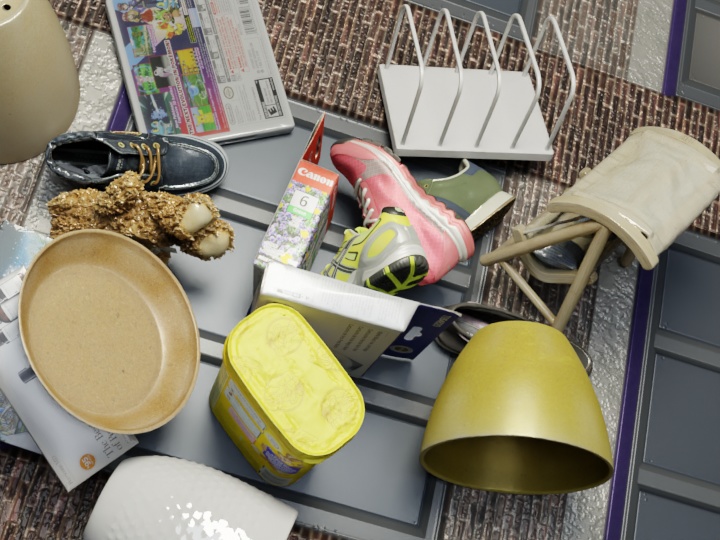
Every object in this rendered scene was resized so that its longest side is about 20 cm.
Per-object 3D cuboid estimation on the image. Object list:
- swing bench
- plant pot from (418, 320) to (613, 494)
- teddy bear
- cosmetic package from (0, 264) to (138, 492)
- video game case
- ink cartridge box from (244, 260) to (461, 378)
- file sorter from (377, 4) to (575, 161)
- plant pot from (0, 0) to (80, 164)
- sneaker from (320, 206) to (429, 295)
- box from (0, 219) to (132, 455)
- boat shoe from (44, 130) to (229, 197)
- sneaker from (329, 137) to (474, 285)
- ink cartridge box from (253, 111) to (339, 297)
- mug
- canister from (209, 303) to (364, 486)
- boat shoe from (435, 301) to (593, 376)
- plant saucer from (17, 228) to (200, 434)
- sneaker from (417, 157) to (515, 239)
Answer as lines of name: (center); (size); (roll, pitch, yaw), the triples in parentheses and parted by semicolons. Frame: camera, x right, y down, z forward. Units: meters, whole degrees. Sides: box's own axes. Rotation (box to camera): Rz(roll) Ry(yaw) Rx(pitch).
swing bench: (0.274, -0.054, 1.239); (0.130, 0.200, 0.198); (49, 51, 6)
plant pot: (0.165, 0.139, 1.170); (0.198, 0.200, 0.144); (11, 63, -10)
teddy bear: (-0.226, -0.052, 1.159); (0.145, 0.198, 0.068); (35, 56, -48)
cosmetic package: (-0.299, 0.103, 1.056); (0.082, 0.051, 0.201); (-34, 96, -17)
video game case: (-0.189, -0.240, 1.308); (0.180, 0.023, 0.202); (-12, 75, -18)
ink cartridge box: (-0.018, 0.062, 1.146); (0.198, 0.200, 0.041); (14, 69, -7)
file sorter: (0.138, -0.224, 1.313); (0.197, 0.125, 0.140); (1, 54, -15)
plant pot: (-0.388, -0.239, 1.159); (0.185, 0.200, 0.190); (5, 69, -12)
sneaker: (0.000, 0.000, 1.181); (0.075, 0.199, 0.077); (6, 64, -39)
box: (-0.324, 0.069, 1.099); (0.135, 0.038, 0.202); (22, 79, -14)
boat shoe: (-0.239, -0.114, 1.202); (0.198, 0.091, 0.072); (2, 97, -10)
sneaker: (0.029, -0.065, 1.210); (0.200, 0.074, 0.087); (42, 70, 14)
ink cartridge box: (-0.060, -0.061, 1.226); (0.050, 0.109, 0.202); (21, 66, 4)
mug: (-0.179, 0.282, 1.067); (0.174, 0.148, 0.202); (26, 96, 2)
canister: (-0.081, 0.131, 1.103); (0.086, 0.200, 0.149); (-36, 82, -23)
boat shoe: (0.179, 0.085, 1.265); (0.198, 0.057, 0.068); (17, 67, -8)
plant saucer: (-0.241, 0.060, 1.054); (0.199, 0.035, 0.202); (25, 52, -37)
sneaker: (0.081, -0.059, 1.293); (0.199, 0.067, 0.090); (-34, 74, -23)
